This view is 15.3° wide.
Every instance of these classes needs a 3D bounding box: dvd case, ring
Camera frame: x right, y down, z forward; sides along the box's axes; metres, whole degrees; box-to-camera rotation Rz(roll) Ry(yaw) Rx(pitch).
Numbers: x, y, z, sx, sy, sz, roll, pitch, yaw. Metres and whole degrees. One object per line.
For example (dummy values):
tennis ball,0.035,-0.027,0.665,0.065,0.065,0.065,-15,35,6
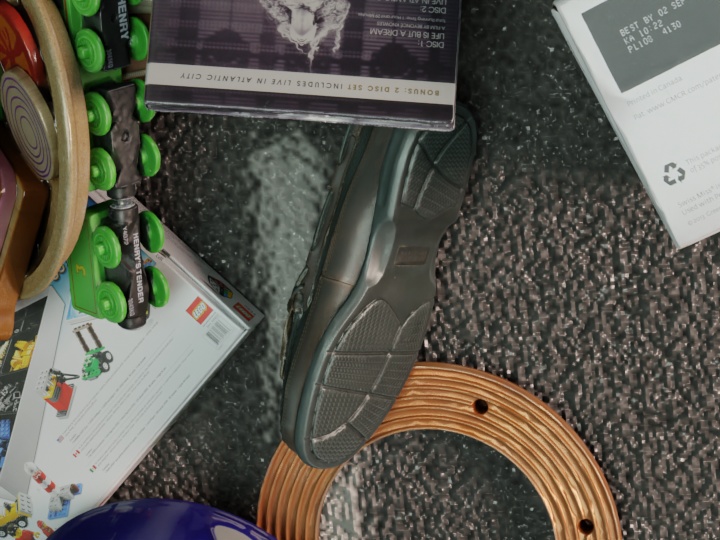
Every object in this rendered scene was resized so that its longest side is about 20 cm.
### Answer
dvd case,-0.023,-0.168,1.293,0.148,0.016,0.201,4,75,-1
ring,0.041,0.144,1.413,0.199,0.019,0.201,4,105,16

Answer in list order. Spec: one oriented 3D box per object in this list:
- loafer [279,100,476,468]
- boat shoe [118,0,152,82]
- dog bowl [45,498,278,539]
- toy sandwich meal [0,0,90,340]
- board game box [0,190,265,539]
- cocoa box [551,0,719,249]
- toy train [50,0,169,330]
loafer,0.000,0.000,1.368,0.063,0.072,0.201,28,102,41
boat shoe,-0.054,-0.118,1.354,0.199,0.076,0.072,5,108,24
dog bowl,-0.104,0.223,1.417,0.199,0.079,0.201,7,119,12
toy sandwich meal,-0.204,-0.069,1.360,0.205,0.070,0.206,27,122,55
board game box,-0.161,0.056,1.441,0.126,0.035,0.200,42,110,2
cocoa box,0.213,-0.119,1.241,0.199,0.131,0.134,-26,95,20
toy train,-0.130,-0.067,1.349,0.056,0.042,0.201,18,118,45
